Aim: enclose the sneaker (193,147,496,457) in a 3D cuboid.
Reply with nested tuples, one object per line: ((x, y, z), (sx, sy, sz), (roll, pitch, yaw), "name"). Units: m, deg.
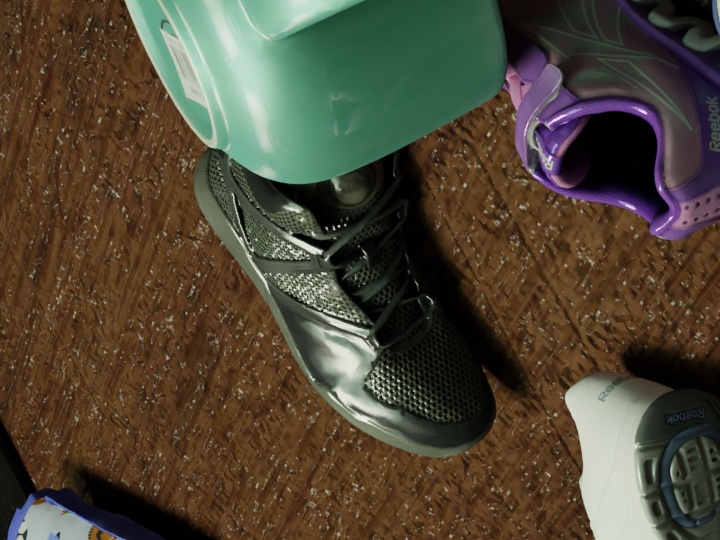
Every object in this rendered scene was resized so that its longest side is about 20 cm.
((0.000, 0.000, 1.363), (0.200, 0.076, 0.114), (55, 158, 6), "sneaker")

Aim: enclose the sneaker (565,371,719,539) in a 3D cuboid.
((0.147, 0.129, 1.321), (0.087, 0.074, 0.201), (32, 141, 53), "sneaker")

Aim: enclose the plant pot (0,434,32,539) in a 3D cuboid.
((-0.342, 0.163, 1.935), (0.200, 0.199, 0.178), (22, 128, 42), "plant pot")

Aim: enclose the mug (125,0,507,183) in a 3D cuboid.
((-0.028, -0.119, 1.096), (0.152, 0.114, 0.185), (58, 169, 26), "mug")

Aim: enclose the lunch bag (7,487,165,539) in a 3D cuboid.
((-0.151, 0.252, 1.822), (0.170, 0.124, 0.201), (21, 125, 43), "lunch bag")

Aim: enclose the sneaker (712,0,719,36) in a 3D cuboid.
((0.164, -0.115, 0.989), (0.075, 0.088, 0.200), (48, 152, 3), "sneaker")

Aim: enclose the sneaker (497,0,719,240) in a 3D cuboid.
((0.088, -0.076, 1.141), (0.200, 0.088, 0.081), (35, 148, 31), "sneaker")
